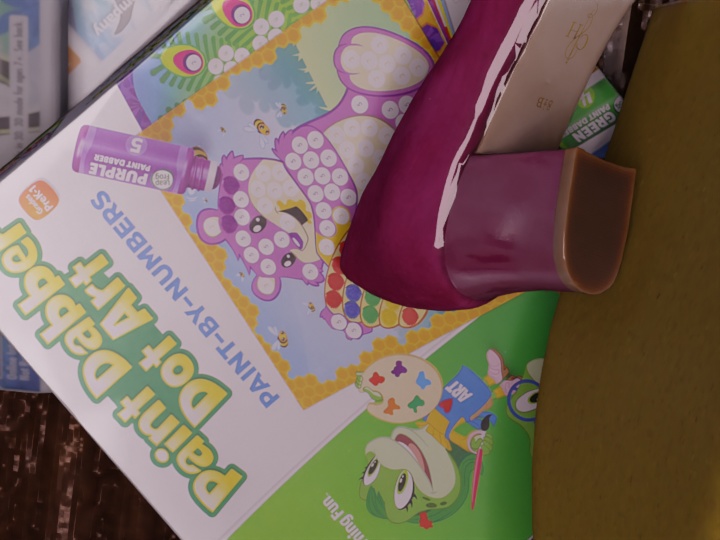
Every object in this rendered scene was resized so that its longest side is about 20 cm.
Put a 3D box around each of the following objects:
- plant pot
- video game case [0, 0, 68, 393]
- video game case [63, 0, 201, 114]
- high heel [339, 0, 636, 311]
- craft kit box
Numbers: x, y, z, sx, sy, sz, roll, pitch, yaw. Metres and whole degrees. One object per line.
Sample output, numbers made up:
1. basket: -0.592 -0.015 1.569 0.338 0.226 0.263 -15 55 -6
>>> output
1. plant pot: 0.156 0.052 0.768 0.195 0.194 0.201 26 85 -14
2. video game case: -0.184 -0.059 0.870 0.181 0.022 0.201 5 115 3
3. video game case: -0.085 -0.177 0.859 0.200 0.023 0.182 -42 97 11
4. high heel: 0.044 -0.087 0.812 0.096 0.067 0.201 0 70 41
5. craft kit box: 0.000 0.000 0.858 0.197 0.049 0.200 -40 101 1
